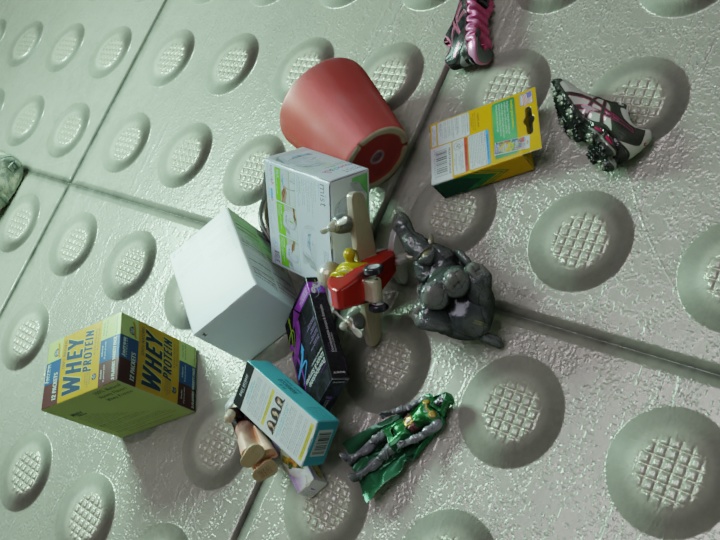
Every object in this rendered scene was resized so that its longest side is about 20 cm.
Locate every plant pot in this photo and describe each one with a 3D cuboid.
[{"bbox_3d":[-0.019,-0.253,1.537,0.200,0.200,0.178,-45,60,7],"label":"plant pot"}]

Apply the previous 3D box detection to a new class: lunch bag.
[{"bbox_3d":[-1.013,-0.257,2.287,0.199,0.140,0.168,22,64,40],"label":"lunch bag"}]

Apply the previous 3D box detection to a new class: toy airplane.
[{"bbox_3d":[0.000,0.000,1.375,0.140,0.199,0.202,-1,65,22],"label":"toy airplane"}]

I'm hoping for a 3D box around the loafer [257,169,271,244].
[{"bbox_3d":[-0.149,-0.130,1.631,0.071,0.073,0.202,-22,56,26],"label":"loafer"}]

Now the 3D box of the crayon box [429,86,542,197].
[{"bbox_3d":[0.215,-0.212,1.427,0.199,0.052,0.127,-16,58,29],"label":"crayon box"}]

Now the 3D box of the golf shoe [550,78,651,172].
[{"bbox_3d":[0.368,-0.237,1.329,0.088,0.077,0.201,-26,54,-3],"label":"golf shoe"}]

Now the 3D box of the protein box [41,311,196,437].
[{"bbox_3d":[-0.446,0.200,1.589,0.197,0.200,0.136,-22,56,25],"label":"protein box"}]

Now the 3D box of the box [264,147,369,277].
[{"bbox_3d":[-0.074,-0.091,1.471,0.176,0.096,0.202,22,124,41],"label":"box"}]

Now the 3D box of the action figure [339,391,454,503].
[{"bbox_3d":[0.061,0.249,1.300,0.200,0.055,0.118,-38,47,8],"label":"action figure"}]

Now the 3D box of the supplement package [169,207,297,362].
[{"bbox_3d":[-0.226,0.028,1.553,0.151,0.150,0.201,-38,50,13],"label":"supplement package"}]

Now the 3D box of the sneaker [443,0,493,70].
[{"bbox_3d":[0.190,-0.454,1.564,0.095,0.079,0.202,-18,56,41],"label":"sneaker"}]

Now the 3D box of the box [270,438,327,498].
[{"bbox_3d":[-0.119,0.286,1.416,0.039,0.041,0.200,-43,48,9],"label":"box"}]

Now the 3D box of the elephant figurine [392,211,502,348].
[{"bbox_3d":[0.132,0.011,1.323,0.140,0.156,0.200,-3,26,-11],"label":"elephant figurine"}]

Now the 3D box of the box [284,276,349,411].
[{"bbox_3d":[-0.076,0.133,1.416,0.143,0.036,0.201,117,144,-46],"label":"box"}]

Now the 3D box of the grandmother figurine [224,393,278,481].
[{"bbox_3d":[-0.187,0.271,1.428,0.060,0.122,0.200,-27,29,-7],"label":"grandmother figurine"}]

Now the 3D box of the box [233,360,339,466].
[{"bbox_3d":[-0.124,0.228,1.375,0.200,0.049,0.083,33,108,42],"label":"box"}]
